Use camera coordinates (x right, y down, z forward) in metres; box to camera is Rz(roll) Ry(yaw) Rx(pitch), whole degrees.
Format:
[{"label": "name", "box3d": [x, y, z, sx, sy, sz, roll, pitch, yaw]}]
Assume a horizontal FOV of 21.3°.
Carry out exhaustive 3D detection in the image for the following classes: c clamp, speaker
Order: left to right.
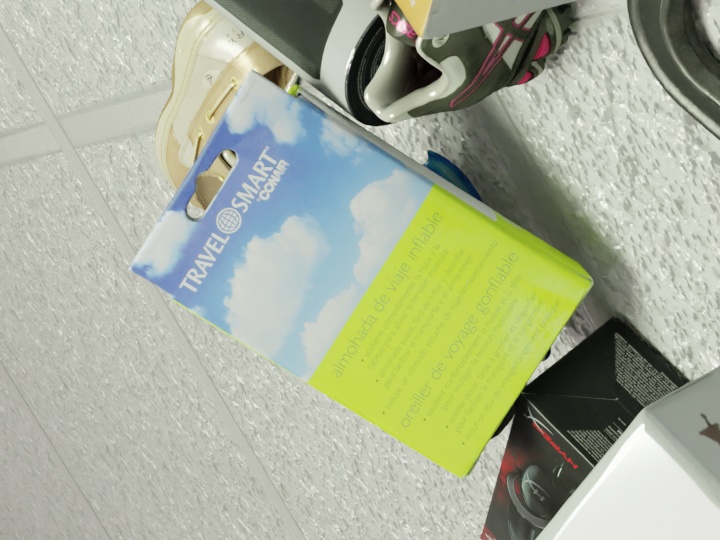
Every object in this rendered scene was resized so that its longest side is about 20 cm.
[{"label": "speaker", "box3d": [-0.041, -0.158, 0.985, 0.200, 0.081, 0.082, 41, 154, 32]}, {"label": "c clamp", "box3d": [0.166, -0.089, 0.744, 0.171, 0.027, 0.201, 46, 158, 33]}]

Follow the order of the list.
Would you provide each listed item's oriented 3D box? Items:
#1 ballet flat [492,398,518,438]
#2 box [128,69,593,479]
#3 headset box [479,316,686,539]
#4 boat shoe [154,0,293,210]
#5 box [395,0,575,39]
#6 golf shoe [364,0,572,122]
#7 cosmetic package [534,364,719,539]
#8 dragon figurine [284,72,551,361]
[{"label": "ballet flat", "box3d": [0.016, 0.032, 1.163, 0.200, 0.057, 0.067, 41, 153, 30]}, {"label": "box", "box3d": [0.000, 0.000, 0.953, 0.199, 0.122, 0.048, 32, -173, -8]}, {"label": "headset box", "box3d": [0.147, 0.142, 1.031, 0.149, 0.077, 0.201, 46, 154, 21]}, {"label": "boat shoe", "box3d": [-0.078, -0.086, 1.165, 0.069, 0.073, 0.200, 52, 157, 21]}, {"label": "box", "box3d": [0.028, -0.204, 0.683, 0.201, 0.097, 0.125, 59, 154, 29]}, {"label": "golf shoe", "box3d": [0.053, -0.132, 0.824, 0.077, 0.088, 0.201, 47, 155, 22]}, {"label": "cosmetic package", "box3d": [0.160, 0.161, 0.814, 0.165, 0.164, 0.201, 46, 125, 19]}, {"label": "dragon figurine", "box3d": [0.026, -0.024, 1.028, 0.059, 0.099, 0.201, -26, 95, 55]}]
